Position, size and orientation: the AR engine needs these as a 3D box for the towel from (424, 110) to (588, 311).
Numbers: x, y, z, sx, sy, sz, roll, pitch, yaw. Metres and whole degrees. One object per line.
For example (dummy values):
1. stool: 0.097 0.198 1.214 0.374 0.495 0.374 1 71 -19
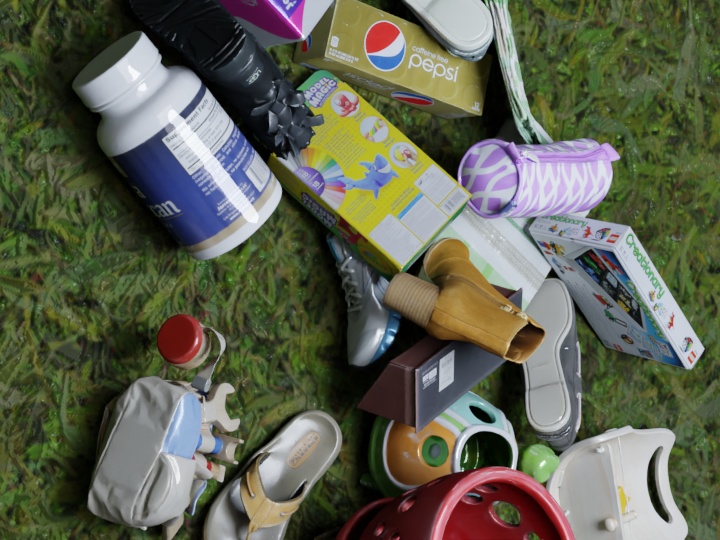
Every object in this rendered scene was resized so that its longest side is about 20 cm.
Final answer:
1. towel: 0.161 -0.055 1.818 0.149 0.031 0.200 44 70 -23

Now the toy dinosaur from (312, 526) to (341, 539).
1. toy dinosaur: -0.003 0.302 1.679 0.200 0.086 0.136 -25 97 -36

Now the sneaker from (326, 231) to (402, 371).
1. sneaker: 0.000 0.000 1.691 0.086 0.075 0.201 17 73 -25

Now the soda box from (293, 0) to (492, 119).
1. soda box: 0.035 -0.215 1.709 0.199 0.064 0.068 17 81 -33

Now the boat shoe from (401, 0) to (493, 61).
1. boat shoe: 0.063 -0.289 1.699 0.073 0.062 0.200 -37 70 -4

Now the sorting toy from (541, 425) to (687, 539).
1. sorting toy: 0.300 0.258 1.871 0.180 0.107 0.201 -14 97 -40

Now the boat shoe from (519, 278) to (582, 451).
1. boat shoe: 0.203 0.102 1.798 0.057 0.067 0.201 61 25 -47

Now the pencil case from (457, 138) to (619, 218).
1. pencil case: 0.181 -0.099 1.722 0.200 0.086 0.084 -7 52 -54

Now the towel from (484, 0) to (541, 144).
1. towel: 0.155 -0.233 1.740 0.023 0.153 0.201 -14 84 9

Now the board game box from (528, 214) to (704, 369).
1. board game box: 0.276 0.021 1.809 0.035 0.126 0.200 -51 127 -20

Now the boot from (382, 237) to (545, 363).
1. boot: 0.116 0.035 1.638 0.201 0.144 0.071 -30 143 -66

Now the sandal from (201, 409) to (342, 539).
1. sandal: -0.083 0.213 1.627 0.080 0.054 0.200 39 66 -3

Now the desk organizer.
1. desk organizer: 0.080 0.079 1.689 0.200 0.077 0.072 -34 131 -47

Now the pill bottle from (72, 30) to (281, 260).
1. pill bottle: -0.172 -0.117 1.546 0.111 0.111 0.200 -48 114 -24

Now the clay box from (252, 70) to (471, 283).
1. clay box: -0.003 -0.095 1.658 0.200 0.048 0.115 42 65 7

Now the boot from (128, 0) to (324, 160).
1. boot: -0.125 -0.199 1.579 0.073 0.198 0.162 -44 144 0

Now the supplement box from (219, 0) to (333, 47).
1. supplement box: -0.058 -0.323 1.625 0.101 0.103 0.200 43 70 -27

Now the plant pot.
1. plant pot: 0.080 0.291 1.578 0.200 0.182 0.201 11 73 -38

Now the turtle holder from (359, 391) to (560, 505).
1. turtle holder: 0.103 0.197 1.715 0.185 0.132 0.141 42 68 -26

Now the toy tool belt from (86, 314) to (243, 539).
1. toy tool belt: -0.171 0.149 1.561 0.123 0.124 0.201 36 72 -61
